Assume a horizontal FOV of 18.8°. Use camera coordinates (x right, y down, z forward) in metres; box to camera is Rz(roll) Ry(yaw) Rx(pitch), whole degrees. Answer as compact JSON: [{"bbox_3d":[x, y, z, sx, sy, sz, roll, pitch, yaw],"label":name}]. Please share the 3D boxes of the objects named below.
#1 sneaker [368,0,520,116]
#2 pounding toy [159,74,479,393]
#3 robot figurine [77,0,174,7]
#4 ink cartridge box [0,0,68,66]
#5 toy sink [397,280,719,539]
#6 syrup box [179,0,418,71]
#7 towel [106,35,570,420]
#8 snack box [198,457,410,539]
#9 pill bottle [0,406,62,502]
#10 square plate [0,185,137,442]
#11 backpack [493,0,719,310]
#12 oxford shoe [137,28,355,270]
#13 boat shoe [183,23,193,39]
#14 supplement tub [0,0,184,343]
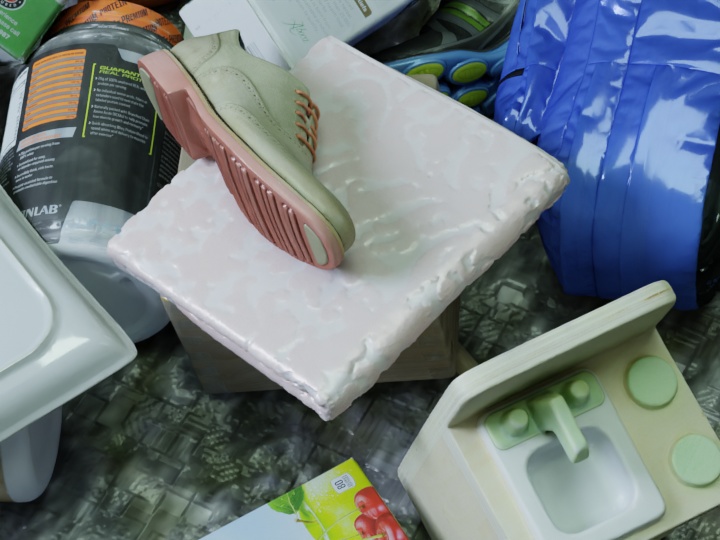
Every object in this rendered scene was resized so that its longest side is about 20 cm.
[{"bbox_3d":[0.071,-0.151,1.443,0.200,0.071,0.083,-28,52,-23],"label":"sneaker"},{"bbox_3d":[0.000,0.000,1.310,0.200,0.142,0.184,-4,53,12],"label":"pounding toy"},{"bbox_3d":[-0.171,-0.261,1.494,0.200,0.144,0.117,-9,34,-5],"label":"robot figurine"},{"bbox_3d":[-0.219,-0.251,1.370,0.147,0.083,0.200,38,80,-17],"label":"ink cartridge box"},{"bbox_3d":[0.114,0.106,1.163,0.130,0.200,0.112,-25,76,-16],"label":"toy sink"},{"bbox_3d":[-0.009,-0.189,1.383,0.200,0.079,0.081,-35,94,-32],"label":"syrup box"},{"bbox_3d":[-0.015,-0.029,1.224,0.191,0.032,0.200,32,67,33],"label":"towel"},{"bbox_3d":[-0.024,0.226,1.173,0.169,0.068,0.200,-26,57,-15],"label":"snack box"},{"bbox_3d":[-0.280,0.074,1.260,0.200,0.116,0.116,1,55,3],"label":"pill bottle"},{"bbox_3d":[-0.259,0.027,1.204,0.200,0.028,0.198,-32,59,-19],"label":"square plate"},{"bbox_3d":[0.165,-0.079,1.334,0.168,0.163,0.200,4,67,15],"label":"backpack"},{"bbox_3d":[-0.051,-0.077,1.208,0.074,0.071,0.200,-31,51,-14],"label":"oxford shoe"},{"bbox_3d":[-0.075,-0.208,1.430,0.072,0.060,0.202,6,87,-35],"label":"boat shoe"},{"bbox_3d":[-0.163,-0.063,1.349,0.122,0.123,0.200,2,55,3],"label":"supplement tub"}]
